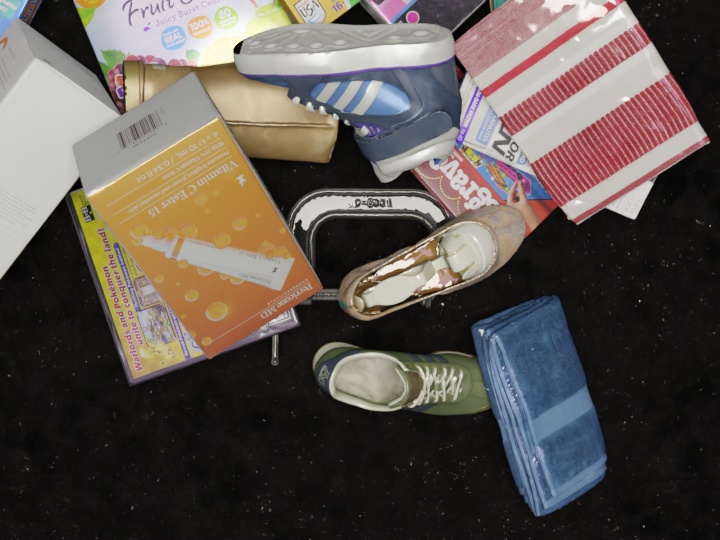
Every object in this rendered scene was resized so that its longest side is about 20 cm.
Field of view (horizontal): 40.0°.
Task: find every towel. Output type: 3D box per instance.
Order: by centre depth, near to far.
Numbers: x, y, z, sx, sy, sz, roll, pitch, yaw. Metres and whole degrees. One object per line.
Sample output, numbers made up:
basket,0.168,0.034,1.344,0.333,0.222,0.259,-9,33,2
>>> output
towel,0.191,-0.157,0.865,0.143,0.023,0.201,-32,100,21
towel,0.186,0.133,0.994,0.111,0.048,0.202,-22,98,-27

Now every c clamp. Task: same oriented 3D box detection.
c clamp,0.000,0.000,1.001,0.198,0.027,0.173,-6,92,0

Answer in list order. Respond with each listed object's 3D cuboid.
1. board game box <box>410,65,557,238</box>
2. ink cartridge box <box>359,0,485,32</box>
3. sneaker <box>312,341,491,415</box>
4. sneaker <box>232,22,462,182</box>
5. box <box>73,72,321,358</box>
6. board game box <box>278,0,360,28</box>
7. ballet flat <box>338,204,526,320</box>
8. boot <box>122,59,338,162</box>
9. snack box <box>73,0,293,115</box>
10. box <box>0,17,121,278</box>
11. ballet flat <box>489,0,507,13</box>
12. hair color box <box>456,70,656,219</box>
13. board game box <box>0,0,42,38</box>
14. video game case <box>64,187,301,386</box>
board game box,0.105,-0.114,0.985,0.103,0.019,0.200,-43,97,-4
ink cartridge box,0.095,-0.300,0.951,0.200,0.037,0.095,-44,94,-4
sneaker,0.050,0.115,0.982,0.198,0.090,0.068,8,96,-4
sneaker,-0.009,-0.139,0.884,0.198,0.081,0.148,-2,124,3
box,-0.138,-0.045,0.861,0.124,0.098,0.201,-32,128,-2
board game box,-0.045,-0.334,0.875,0.153,0.040,0.201,-37,111,-2
ballet flat,0.072,-0.002,0.949,0.199,0.067,0.068,-28,96,4
boot,-0.122,-0.114,0.930,0.198,0.066,0.177,-1,113,-15
snack box,-0.160,-0.247,0.947,0.198,0.053,0.143,-22,97,0
box,-0.326,-0.109,0.904,0.097,0.124,0.200,35,99,-38
ballet flat,0.188,-0.205,0.962,0.068,0.063,0.201,-24,105,29
hair color box,0.187,-0.142,0.918,0.199,0.065,0.110,23,115,2
board game box,-0.381,-0.281,0.938,0.151,0.045,0.201,29,95,-6
video game case,-0.174,-0.011,0.978,0.179,0.026,0.202,-19,90,0
